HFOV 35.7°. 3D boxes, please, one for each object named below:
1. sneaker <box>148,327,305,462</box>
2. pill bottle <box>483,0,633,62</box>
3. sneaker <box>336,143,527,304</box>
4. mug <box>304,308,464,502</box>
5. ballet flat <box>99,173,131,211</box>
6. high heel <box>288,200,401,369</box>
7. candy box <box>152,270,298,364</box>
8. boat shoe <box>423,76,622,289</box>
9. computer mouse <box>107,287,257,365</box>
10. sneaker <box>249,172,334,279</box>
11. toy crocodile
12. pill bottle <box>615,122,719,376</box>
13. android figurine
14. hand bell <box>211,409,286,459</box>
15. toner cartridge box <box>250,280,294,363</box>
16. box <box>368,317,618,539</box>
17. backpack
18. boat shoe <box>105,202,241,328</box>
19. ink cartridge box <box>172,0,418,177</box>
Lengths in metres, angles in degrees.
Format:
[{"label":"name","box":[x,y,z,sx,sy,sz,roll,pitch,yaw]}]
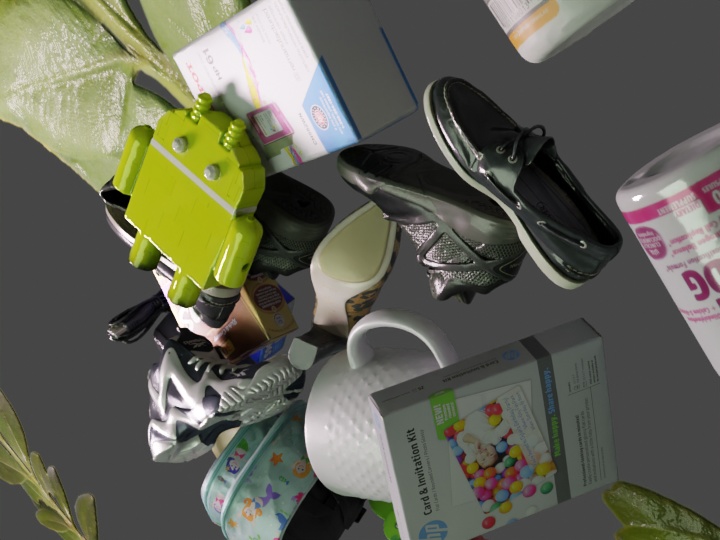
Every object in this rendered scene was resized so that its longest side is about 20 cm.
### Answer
[{"label":"sneaker","box":[-0.150,0.101,1.147,0.199,0.079,0.130,-36,61,32]},{"label":"pill bottle","box":[0.102,-0.246,0.725,0.200,0.116,0.116,57,145,0]},{"label":"sneaker","box":[0.057,-0.038,0.979,0.199,0.076,0.115,26,129,28]},{"label":"mug","box":[0.052,0.127,1.058,0.175,0.148,0.201,-1,116,38]},{"label":"ballet flat","box":[-0.186,-0.045,1.125,0.200,0.057,0.067,32,144,34]},{"label":"high heel","box":[0.000,0.000,1.108,0.071,0.143,0.200,32,106,11]},{"label":"candy box","box":[-0.162,0.002,1.225,0.117,0.056,0.201,-31,85,36]},{"label":"boat shoe","box":[0.130,-0.078,0.864,0.200,0.074,0.066,55,143,0]},{"label":"computer mouse","box":[-0.190,0.092,1.319,0.200,0.138,0.053,46,143,14]},{"label":"sneaker","box":[-0.119,-0.063,1.153,0.199,0.076,0.115,34,134,19]},{"label":"toy crocodile","box":[0.091,0.292,1.223,0.200,0.062,0.067,24,174,34]},{"label":"pill bottle","box":[0.265,0.006,0.737,0.200,0.113,0.113,58,145,-4]},{"label":"android figurine","box":[-0.158,-0.068,1.046,0.182,0.041,0.200,42,123,23]},{"label":"hand bell","box":[-0.076,0.183,1.326,0.199,0.104,0.104,-10,110,39]},{"label":"toner cartridge box","box":[-0.166,0.010,1.307,0.200,0.043,0.095,41,143,20]},{"label":"box","box":[0.117,0.144,0.953,0.041,0.199,0.156,-126,21,-60]},{"label":"backpack","box":[-0.076,0.230,1.185,0.150,0.178,0.200,32,161,14]},{"label":"boat shoe","box":[-0.203,-0.009,1.170,0.200,0.073,0.063,35,126,29]},{"label":"ink cartridge box","box":[-0.064,-0.171,1.007,0.200,0.085,0.145,-12,108,54]}]
